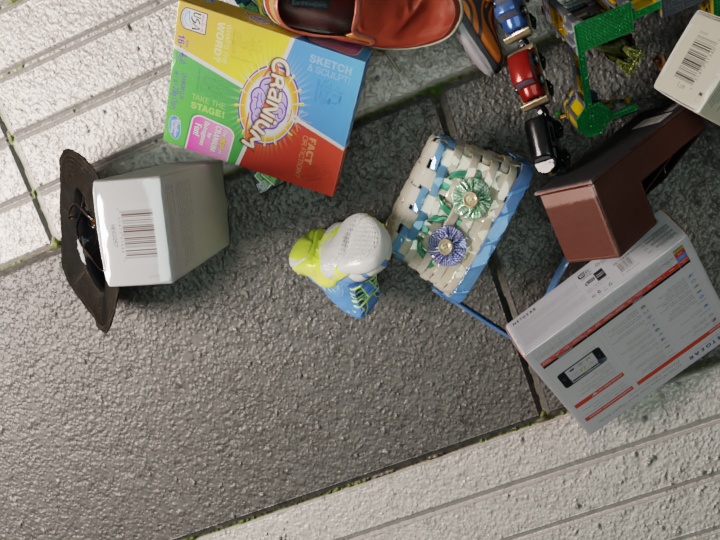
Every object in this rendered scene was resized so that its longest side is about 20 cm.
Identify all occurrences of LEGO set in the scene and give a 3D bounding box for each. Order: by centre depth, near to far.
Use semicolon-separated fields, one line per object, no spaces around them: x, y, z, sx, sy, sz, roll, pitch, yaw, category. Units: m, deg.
0.274;-0.243;0.763;0.196;0.117;0.155;-27;126;11;LEGO set

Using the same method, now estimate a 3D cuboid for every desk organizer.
0.270;-0.092;0.739;0.198;0.071;0.078;-35;105;-30;desk organizer

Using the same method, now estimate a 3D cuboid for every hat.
-0.280;-0.039;0.843;0.080;0.198;0.206;-16;116;-37;hat

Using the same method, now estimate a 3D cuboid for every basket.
0.131;-0.038;0.783;0.196;0.139;0.180;23;102;-10;basket

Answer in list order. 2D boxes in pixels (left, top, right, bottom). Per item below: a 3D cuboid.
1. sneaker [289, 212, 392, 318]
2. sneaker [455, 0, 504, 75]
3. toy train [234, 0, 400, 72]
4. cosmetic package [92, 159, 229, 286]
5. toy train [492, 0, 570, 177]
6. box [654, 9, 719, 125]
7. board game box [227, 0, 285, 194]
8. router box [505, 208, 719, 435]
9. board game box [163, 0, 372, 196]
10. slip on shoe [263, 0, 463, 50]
0.000;0.000;0.791;0.105;0.199;0.076;44;76;-21;sneaker
0.123;-0.311;0.760;0.110;0.078;0.203;-28;98;11;sneaker
-0.055;-0.264;0.779;0.114;0.085;0.202;-31;107;8;toy train
-0.199;-0.056;0.776;0.072;0.200;0.105;-3;101;5;cosmetic package
0.161;-0.190;0.718;0.034;0.045;0.206;-16;85;41;toy train
0.384;-0.170;0.719;0.196;0.069;0.083;15;115;-31;box
-0.108;-0.200;0.832;0.103;0.023;0.204;-23;98;7;board game box
0.279;0.064;0.793;0.198;0.049;0.180;-38;127;10;router box
-0.100;-0.181;0.777;0.195;0.041;0.156;17;122;1;board game box
0.004;-0.248;0.712;0.194;0.062;0.076;4;119;-7;slip on shoe
